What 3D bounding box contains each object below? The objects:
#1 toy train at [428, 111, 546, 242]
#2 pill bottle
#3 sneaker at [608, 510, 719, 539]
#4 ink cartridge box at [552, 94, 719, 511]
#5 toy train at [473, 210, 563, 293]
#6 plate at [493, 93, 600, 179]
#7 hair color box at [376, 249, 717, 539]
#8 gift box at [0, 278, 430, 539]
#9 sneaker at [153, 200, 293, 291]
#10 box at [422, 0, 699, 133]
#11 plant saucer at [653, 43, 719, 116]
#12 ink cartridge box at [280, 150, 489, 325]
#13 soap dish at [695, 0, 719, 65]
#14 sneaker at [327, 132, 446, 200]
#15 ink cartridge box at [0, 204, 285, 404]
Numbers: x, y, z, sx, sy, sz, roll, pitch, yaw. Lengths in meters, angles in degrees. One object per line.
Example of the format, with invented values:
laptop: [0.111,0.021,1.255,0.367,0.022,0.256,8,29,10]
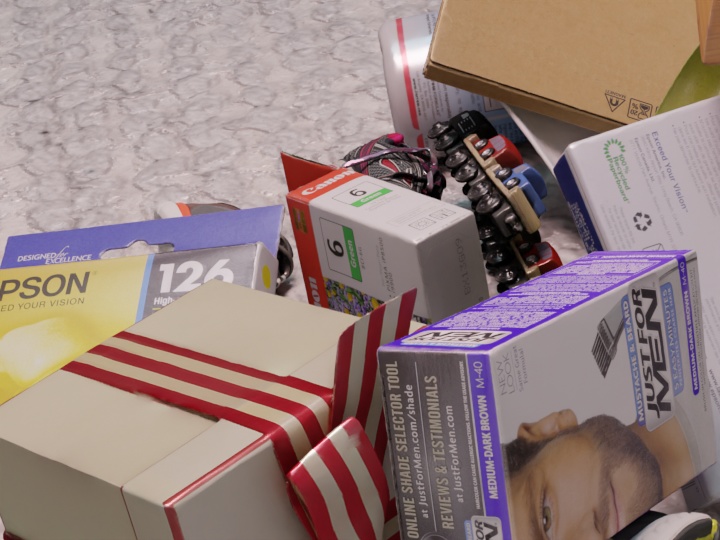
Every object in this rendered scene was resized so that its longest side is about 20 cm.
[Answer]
toy train: [0.086,-0.066,1.266,0.046,0.034,0.200,-32,22,3]
pill bottle: [0.118,-0.151,1.446,0.198,0.110,0.109,-10,25,3]
sneaker: [0.080,0.165,0.867,0.199,0.075,0.084,-21,19,-38]
ink cartridge box: [0.227,-0.001,1.007,0.198,0.201,0.041,-18,-12,-12]
toy train: [0.108,0.003,1.213,0.045,0.034,0.200,-21,25,1]
plate: [0.190,-0.115,1.319,0.199,0.032,0.200,-25,70,-25]
hair color box: [0.091,0.064,0.873,0.064,0.111,0.199,0,13,37]
gift box: [-0.042,0.107,0.894,0.199,0.186,0.186,-36,32,-31]
sneaker: [-0.079,-0.008,1.283,0.081,0.078,0.200,-12,25,-18]
box: [0.154,-0.171,1.310,0.198,0.021,0.165,17,59,-3]
plant saucer: [0.185,-0.045,1.138,0.031,0.201,0.200,23,28,-3]
ink cartridge box: [0.000,0.000,1.183,0.050,0.110,0.199,-26,29,-29]
soap dish: [0.254,-0.176,1.020,0.156,0.082,0.201,-7,29,11]
sneaker: [0.030,-0.046,1.281,0.074,0.081,0.200,-36,30,-6]
ink cartridge box: [-0.152,0.037,1.162,0.196,0.047,0.202,-6,54,14]
